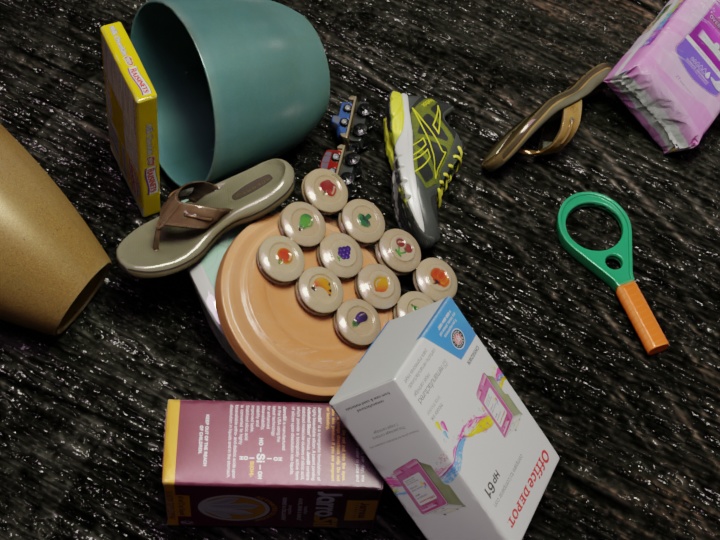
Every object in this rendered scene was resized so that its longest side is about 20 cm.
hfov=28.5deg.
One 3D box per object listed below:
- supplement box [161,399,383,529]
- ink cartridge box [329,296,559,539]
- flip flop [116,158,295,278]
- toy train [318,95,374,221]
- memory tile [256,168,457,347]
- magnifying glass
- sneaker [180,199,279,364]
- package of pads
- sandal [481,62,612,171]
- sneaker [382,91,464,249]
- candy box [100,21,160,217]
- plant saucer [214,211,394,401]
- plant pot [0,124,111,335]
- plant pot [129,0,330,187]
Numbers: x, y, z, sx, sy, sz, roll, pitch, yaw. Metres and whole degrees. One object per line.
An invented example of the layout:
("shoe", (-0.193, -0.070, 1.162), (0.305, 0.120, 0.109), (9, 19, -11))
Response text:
("supplement box", (-0.081, 0.182, 1.320), (0.199, 0.110, 0.086), (2, 60, -3))
("ink cartridge box", (0.082, 0.149, 1.292), (0.200, 0.085, 0.145), (56, 37, -14))
("flip flop", (-0.157, -0.062, 1.407), (0.200, 0.058, 0.081), (-30, 45, -9))
("toy train", (-0.023, -0.109, 1.543), (0.046, 0.034, 0.201), (6, 59, 13))
("memory tile", (0.000, 0.000, 1.428), (0.200, 0.017, 0.153), (38, 54, -8))
("magnifying glass", (0.273, 0.001, 1.511), (0.079, 0.022, 0.200), (-16, 60, -14))
("sneaker", (-0.116, -0.007, 1.446), (0.118, 0.074, 0.201), (-20, 61, -9))
("package of pads", (0.376, -0.238, 1.606), (0.121, 0.076, 0.200), (48, 63, -14))
("sandal", (0.220, -0.164, 1.579), (0.200, 0.080, 0.054), (-36, 90, -27))
("sneaker", (0.075, -0.115, 1.528), (0.084, 0.075, 0.201), (-3, 60, -7))
("candy box", (-0.234, -0.151, 1.451), (0.026, 0.200, 0.102), (-22, 64, -19))
("plant saucer", (-0.047, 0.031, 1.416), (0.200, 0.032, 0.201), (12, 63, -24))
("plant pot", (-0.353, -0.032, 1.399), (0.200, 0.186, 0.187), (36, 62, 1))
("plant pot", (-0.129, -0.199, 1.499), (0.161, 0.201, 0.201), (-16, 61, -28))
